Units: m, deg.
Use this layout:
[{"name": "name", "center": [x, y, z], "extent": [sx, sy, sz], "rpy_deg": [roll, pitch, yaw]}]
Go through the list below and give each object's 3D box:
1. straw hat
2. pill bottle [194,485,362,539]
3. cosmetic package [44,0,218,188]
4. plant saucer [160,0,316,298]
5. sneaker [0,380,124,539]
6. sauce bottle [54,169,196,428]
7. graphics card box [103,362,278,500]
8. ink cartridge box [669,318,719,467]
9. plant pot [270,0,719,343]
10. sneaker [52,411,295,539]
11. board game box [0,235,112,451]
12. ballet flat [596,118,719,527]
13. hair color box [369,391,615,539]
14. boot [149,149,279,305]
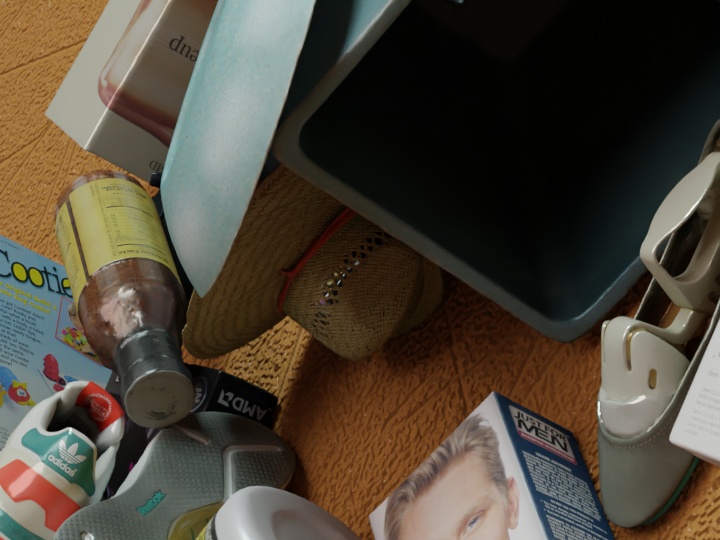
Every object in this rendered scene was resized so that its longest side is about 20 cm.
[{"name": "straw hat", "center": [0.000, 0.000, 1.302], "extent": [0.085, 0.201, 0.201], "rpy_deg": [44, 107, 18]}, {"name": "pill bottle", "center": [-0.077, 0.217, 1.233], "extent": [0.200, 0.112, 0.112], "rpy_deg": [-52, 34, 16]}, {"name": "cosmetic package", "center": [-0.105, -0.154, 1.557], "extent": [0.200, 0.103, 0.087], "rpy_deg": [-60, 31, 6]}, {"name": "plant saucer", "center": [-0.063, -0.087, 1.170], "extent": [0.201, 0.039, 0.201], "rpy_deg": [-161, 90, -82]}, {"name": "sneaker", "center": [-0.161, 0.103, 1.342], "extent": [0.093, 0.070, 0.200], "rpy_deg": [-51, 3, 9]}, {"name": "sauce bottle", "center": [-0.134, 0.017, 1.383], "extent": [0.066, 0.066, 0.200], "rpy_deg": [-49, 33, 20]}, {"name": "graphics card box", "center": [-0.131, 0.151, 1.418], "extent": [0.125, 0.051, 0.200], "rpy_deg": [8, 73, 56]}, {"name": "ink cartridge box", "center": [0.224, 0.004, 1.008], "extent": [0.116, 0.067, 0.200], "rpy_deg": [19, 84, 57]}, {"name": "plant pot", "center": [0.080, -0.126, 1.202], "extent": [0.196, 0.196, 0.200], "rpy_deg": [-48, 25, 21]}, {"name": "sneaker", "center": [-0.111, 0.143, 1.309], "extent": [0.070, 0.200, 0.080], "rpy_deg": [37, 130, 16]}, {"name": "board game box", "center": [-0.230, 0.093, 1.549], "extent": [0.103, 0.105, 0.200], "rpy_deg": [-41, 38, 31]}, {"name": "ballet flat", "center": [0.145, 0.020, 1.112], "extent": [0.067, 0.064, 0.200], "rpy_deg": [23, 86, 58]}, {"name": "hair color box", "center": [0.074, 0.163, 1.110], "extent": [0.100, 0.060, 0.200], "rpy_deg": [-47, 35, 23]}, {"name": "boot", "center": [-0.069, -0.044, 1.440], "extent": [0.163, 0.073, 0.198], "rpy_deg": [-50, 23, 19]}]
